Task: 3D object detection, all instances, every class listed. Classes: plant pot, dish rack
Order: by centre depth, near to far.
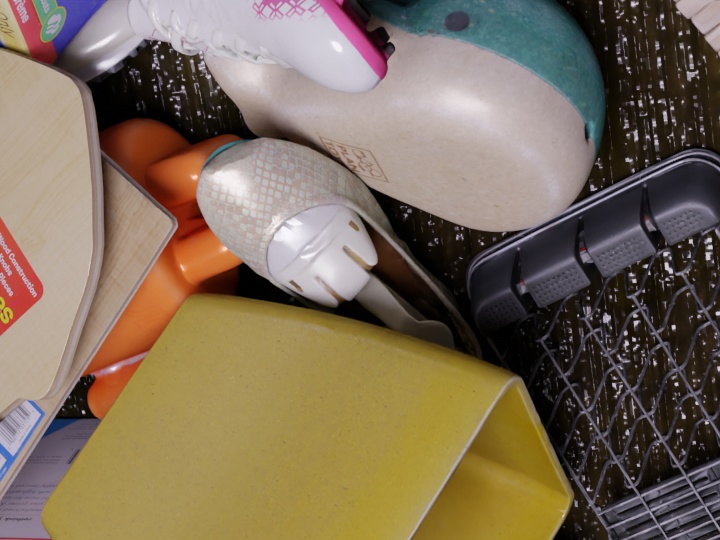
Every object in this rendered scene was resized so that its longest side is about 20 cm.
[{"bbox_3d":[-0.032,0.124,0.891,0.176,0.200,0.200,29,77,24],"label":"plant pot"},{"bbox_3d":[0.159,0.056,0.941,0.153,0.055,0.200,-26,106,24],"label":"dish rack"}]

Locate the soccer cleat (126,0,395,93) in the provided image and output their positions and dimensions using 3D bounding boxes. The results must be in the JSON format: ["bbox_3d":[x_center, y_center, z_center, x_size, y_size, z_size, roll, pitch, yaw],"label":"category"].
[{"bbox_3d":[-0.054,-0.117,0.809,0.086,0.200,0.070,-41,131,3],"label":"soccer cleat"}]

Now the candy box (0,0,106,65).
[{"bbox_3d":[-0.221,-0.195,0.840,0.199,0.077,0.169,28,159,15],"label":"candy box"}]

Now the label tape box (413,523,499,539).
[{"bbox_3d":[0.049,0.222,1.032,0.143,0.066,0.201,10,111,9],"label":"label tape box"}]

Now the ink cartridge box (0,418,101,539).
[{"bbox_3d":[-0.179,0.154,0.980,0.115,0.200,0.068,-1,113,14],"label":"ink cartridge box"}]

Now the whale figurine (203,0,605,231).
[{"bbox_3d":[0.025,-0.094,0.890,0.199,0.104,0.159,12,156,30],"label":"whale figurine"}]

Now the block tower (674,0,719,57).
[{"bbox_3d":[0.195,-0.118,0.853,0.200,0.054,0.058,46,122,-8],"label":"block tower"}]

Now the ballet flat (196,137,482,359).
[{"bbox_3d":[0.000,0.000,0.899,0.067,0.062,0.200,-48,135,6],"label":"ballet flat"}]

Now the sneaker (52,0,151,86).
[{"bbox_3d":[-0.193,-0.132,0.933,0.199,0.070,0.094,-14,115,21],"label":"sneaker"}]

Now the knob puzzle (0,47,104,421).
[{"bbox_3d":[-0.192,-0.022,0.875,0.219,0.030,0.221,0,90,27],"label":"knob puzzle"}]

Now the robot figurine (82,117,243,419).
[{"bbox_3d":[-0.143,-0.008,0.951,0.199,0.117,0.144,-22,136,22],"label":"robot figurine"}]

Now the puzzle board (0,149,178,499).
[{"bbox_3d":[-0.190,0.011,0.900,0.151,0.017,0.200,41,108,20],"label":"puzzle board"}]
